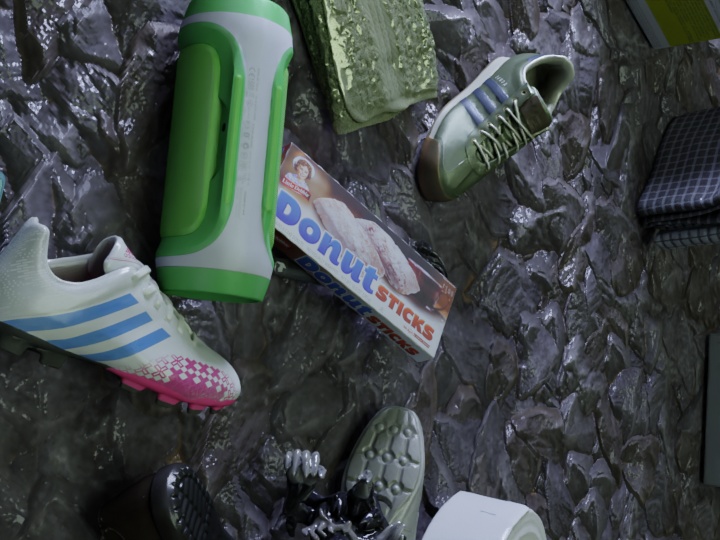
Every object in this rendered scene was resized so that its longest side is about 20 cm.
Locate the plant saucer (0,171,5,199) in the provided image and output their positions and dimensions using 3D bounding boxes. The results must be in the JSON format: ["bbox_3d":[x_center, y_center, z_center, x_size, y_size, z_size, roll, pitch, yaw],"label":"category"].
[{"bbox_3d":[-0.285,-0.053,0.553,0.198,0.019,0.071,22,73,-44],"label":"plant saucer"}]

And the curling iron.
[{"bbox_3d":[0.000,0.000,0.860,0.197,0.025,0.051,-1,69,-43],"label":"curling iron"}]

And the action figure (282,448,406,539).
[{"bbox_3d":[-0.017,0.192,0.719,0.200,0.117,0.103,-48,162,-58],"label":"action figure"}]

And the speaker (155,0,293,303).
[{"bbox_3d":[-0.094,-0.083,0.712,0.088,0.087,0.205,12,81,-46],"label":"speaker"}]

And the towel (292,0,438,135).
[{"bbox_3d":[0.003,-0.227,0.858,0.148,0.036,0.204,-32,112,-44],"label":"towel"}]

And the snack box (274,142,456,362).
[{"bbox_3d":[-0.003,-0.011,0.824,0.199,0.024,0.073,40,56,-26],"label":"snack box"}]

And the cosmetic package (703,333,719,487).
[{"bbox_3d":[0.567,0.197,1.399,0.198,0.121,0.204,12,80,-45],"label":"cosmetic package"}]

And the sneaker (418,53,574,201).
[{"bbox_3d":[0.134,-0.142,0.959,0.201,0.089,0.068,-53,126,-34],"label":"sneaker"}]

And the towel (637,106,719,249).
[{"bbox_3d":[0.437,-0.124,1.236,0.086,0.164,0.201,53,53,-27],"label":"towel"}]

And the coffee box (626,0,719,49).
[{"bbox_3d":[0.416,-0.412,1.195,0.200,0.195,0.202,45,58,-36],"label":"coffee box"}]

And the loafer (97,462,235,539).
[{"bbox_3d":[-0.120,0.211,0.700,0.074,0.070,0.203,-82,160,-57],"label":"loafer"}]

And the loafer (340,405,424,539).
[{"bbox_3d":[0.013,0.214,0.846,0.070,0.068,0.203,77,26,-65],"label":"loafer"}]

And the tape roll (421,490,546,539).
[{"bbox_3d":[0.101,0.302,0.889,0.202,0.070,0.207,-21,114,-59],"label":"tape roll"}]

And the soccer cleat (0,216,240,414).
[{"bbox_3d":[-0.144,0.031,0.658,0.198,0.069,0.088,27,87,-42],"label":"soccer cleat"}]
